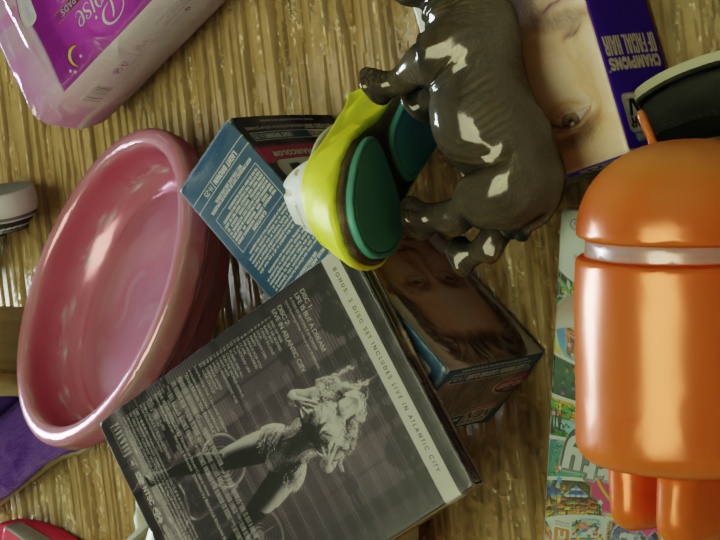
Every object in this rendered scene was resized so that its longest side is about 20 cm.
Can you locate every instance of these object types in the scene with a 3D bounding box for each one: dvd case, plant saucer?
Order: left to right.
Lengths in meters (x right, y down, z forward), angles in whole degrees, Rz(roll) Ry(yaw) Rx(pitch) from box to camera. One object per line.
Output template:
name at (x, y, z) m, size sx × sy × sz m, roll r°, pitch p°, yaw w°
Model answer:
plant saucer at (-0.139, 0.015, 1.415) m, size 0.200 × 0.051 × 0.201 m, roll -36°, pitch 43°, yaw 44°
dvd case at (-0.042, 0.098, 1.272) m, size 0.200 × 0.016 × 0.149 m, roll -36°, pitch 73°, yaw 28°

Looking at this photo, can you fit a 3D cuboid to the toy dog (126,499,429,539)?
toy dog at (-0.056, 0.176, 1.365) m, size 0.200 × 0.139 × 0.194 m, roll -35°, pitch 81°, yaw 36°

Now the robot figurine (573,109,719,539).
robot figurine at (0.159, 0.025, 1.101) m, size 0.116 × 0.144 × 0.201 m, roll 0°, pitch 96°, yaw 10°

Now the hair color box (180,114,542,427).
hair color box at (0.000, 0.000, 1.313) m, size 0.200 × 0.100 × 0.061 m, roll 49°, pitch 120°, yaw 22°

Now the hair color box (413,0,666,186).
hair color box at (0.088, -0.144, 1.244) m, size 0.109 × 0.065 × 0.201 m, roll -19°, pitch 86°, yaw 38°

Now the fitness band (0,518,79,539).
fitness band at (-0.204, 0.250, 1.561) m, size 0.200 × 0.037 × 0.144 m, roll 31°, pitch 118°, yaw 33°

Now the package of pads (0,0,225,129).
package of pads at (-0.142, -0.189, 1.414) m, size 0.200 × 0.076 × 0.121 m, roll -40°, pitch 71°, yaw 36°

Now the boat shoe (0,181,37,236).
boat shoe at (-0.280, -0.013, 1.560) m, size 0.200 × 0.070 × 0.066 m, roll -11°, pitch 98°, yaw 40°

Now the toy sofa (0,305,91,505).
toy sofa at (-0.269, 0.109, 1.547) m, size 0.200 × 0.083 × 0.098 m, roll -36°, pitch 62°, yaw 37°

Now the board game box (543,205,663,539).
board game box at (0.175, 0.072, 1.208) m, size 0.147 × 0.064 × 0.201 m, roll 11°, pitch 104°, yaw 38°

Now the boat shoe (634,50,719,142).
boat shoe at (0.224, -0.082, 1.137) m, size 0.201 × 0.074 × 0.063 m, roll -7°, pitch 85°, yaw 35°

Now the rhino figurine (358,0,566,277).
rhino figurine at (0.049, -0.103, 1.204) m, size 0.087 × 0.060 × 0.201 m, roll -23°, pitch 81°, yaw 36°

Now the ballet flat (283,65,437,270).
ballet flat at (-0.004, -0.051, 1.253) m, size 0.067 × 0.200 × 0.067 m, roll -12°, pitch 114°, yaw 22°
